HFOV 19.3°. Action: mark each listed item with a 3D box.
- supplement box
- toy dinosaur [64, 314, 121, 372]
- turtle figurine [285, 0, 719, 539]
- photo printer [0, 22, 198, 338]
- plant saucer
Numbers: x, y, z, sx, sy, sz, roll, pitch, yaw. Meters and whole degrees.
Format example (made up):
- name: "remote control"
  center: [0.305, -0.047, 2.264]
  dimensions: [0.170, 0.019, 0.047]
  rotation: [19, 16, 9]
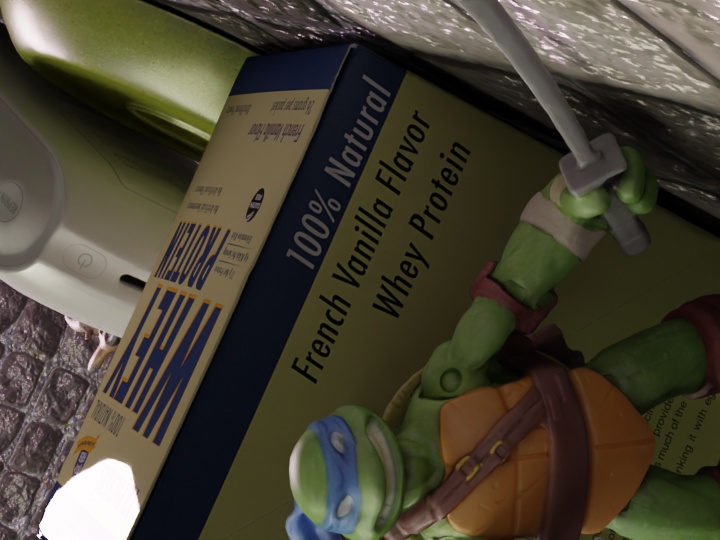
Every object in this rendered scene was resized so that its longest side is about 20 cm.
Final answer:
- name: "supplement box"
  center: [0.021, 0.054, 0.754]
  dimensions: [0.198, 0.202, 0.134]
  rotation: [26, 175, -18]
- name: "toy dinosaur"
  center: [-0.094, 0.001, 1.134]
  dimensions: [0.085, 0.137, 0.200]
  rotation: [22, 175, 28]
- name: "turtle figurine"
  center: [0.090, 0.043, 0.611]
  dimensions: [0.192, 0.201, 0.145]
  rotation: [-2, -134, -32]
- name: "photo printer"
  center: [-0.128, -0.037, 0.962]
  dimensions: [0.166, 0.070, 0.200]
  rotation: [23, -164, -50]
- name: "plant saucer"
  center: [-0.068, -0.069, 0.890]
  dimensions: [0.198, 0.031, 0.200]
  rotation: [24, 175, 2]
